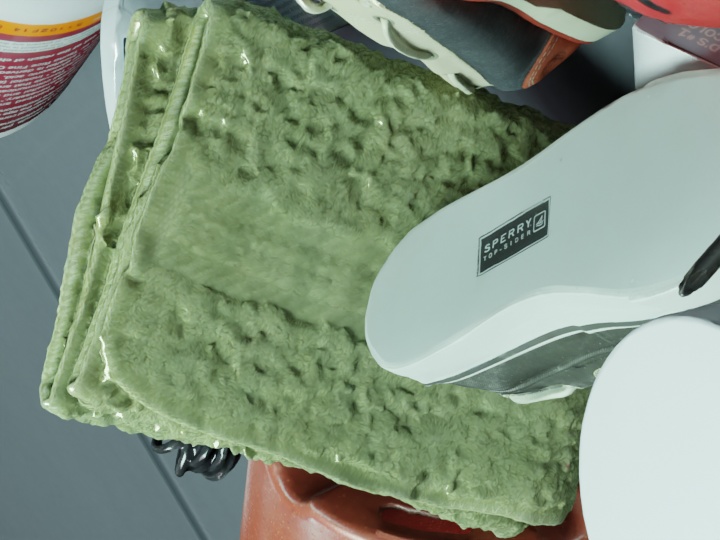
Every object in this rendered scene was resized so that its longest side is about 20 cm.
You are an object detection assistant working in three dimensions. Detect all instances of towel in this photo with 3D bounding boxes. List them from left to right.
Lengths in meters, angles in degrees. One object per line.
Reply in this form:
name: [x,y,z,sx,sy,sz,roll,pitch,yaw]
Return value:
towel: [0.000,0.000,0.931,0.200,0.149,0.036,16,-177,-22]

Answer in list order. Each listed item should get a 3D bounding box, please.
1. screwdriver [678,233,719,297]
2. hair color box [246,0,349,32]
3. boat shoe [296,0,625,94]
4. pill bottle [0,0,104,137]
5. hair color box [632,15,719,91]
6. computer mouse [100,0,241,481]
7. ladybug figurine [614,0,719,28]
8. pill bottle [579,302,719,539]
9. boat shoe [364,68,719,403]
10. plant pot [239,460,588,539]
screwdriver: [0.128,-0.045,0.700,0.028,0.200,0.029,10,134,34]
hair color box: [-0.059,-0.170,0.938,0.200,0.061,0.100,51,153,-13]
boat shoe: [0.010,-0.096,0.833,0.063,0.200,0.071,-24,70,25]
pill bottle: [-0.150,-0.116,1.084,0.113,0.113,0.200,46,153,-1]
hair color box: [0.144,-0.005,0.886,0.099,0.061,0.200,29,150,28]
computer mouse: [-0.054,-0.029,0.978,0.044,0.110,0.200,5,135,11]
ladybug figurine: [0.064,-0.138,0.777,0.200,0.072,0.136,46,164,8]
pill bottle: [0.155,0.040,0.679,0.112,0.200,0.112,15,109,53]
boat shoe: [0.083,-0.005,0.843,0.064,0.071,0.200,22,155,-29]
plant pot: [0.033,0.116,1.083,0.201,0.201,0.195,30,142,27]
